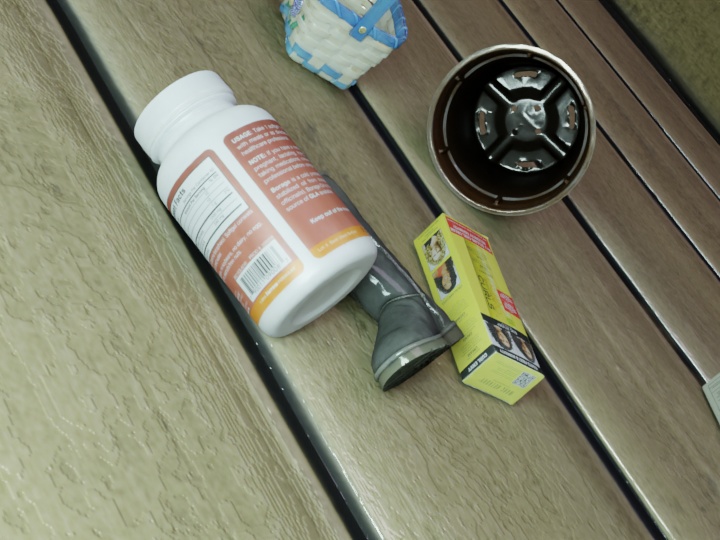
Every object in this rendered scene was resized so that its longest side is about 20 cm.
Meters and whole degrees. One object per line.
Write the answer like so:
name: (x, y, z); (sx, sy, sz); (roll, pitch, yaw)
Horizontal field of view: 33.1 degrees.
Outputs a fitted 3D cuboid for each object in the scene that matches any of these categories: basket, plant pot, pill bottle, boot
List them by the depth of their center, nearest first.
pill bottle: (-0.087, -0.056, 0.956); (0.200, 0.112, 0.112); (52, 26, 12)
boot: (-0.002, 0.001, 1.051); (0.200, 0.072, 0.182); (55, 12, 4)
basket: (-0.002, -0.321, 1.379); (0.139, 0.200, 0.177); (31, 27, -29)
plant pot: (0.197, -0.183, 1.512); (0.200, 0.200, 0.198); (46, 18, 1)

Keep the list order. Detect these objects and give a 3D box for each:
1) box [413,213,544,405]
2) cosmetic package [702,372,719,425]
box: (0.115, 0.035, 1.203); (0.075, 0.050, 0.200); (27, 30, -33)
cosmetic package: (0.518, 0.199, 1.519); (0.073, 0.104, 0.200); (31, 30, -30)
